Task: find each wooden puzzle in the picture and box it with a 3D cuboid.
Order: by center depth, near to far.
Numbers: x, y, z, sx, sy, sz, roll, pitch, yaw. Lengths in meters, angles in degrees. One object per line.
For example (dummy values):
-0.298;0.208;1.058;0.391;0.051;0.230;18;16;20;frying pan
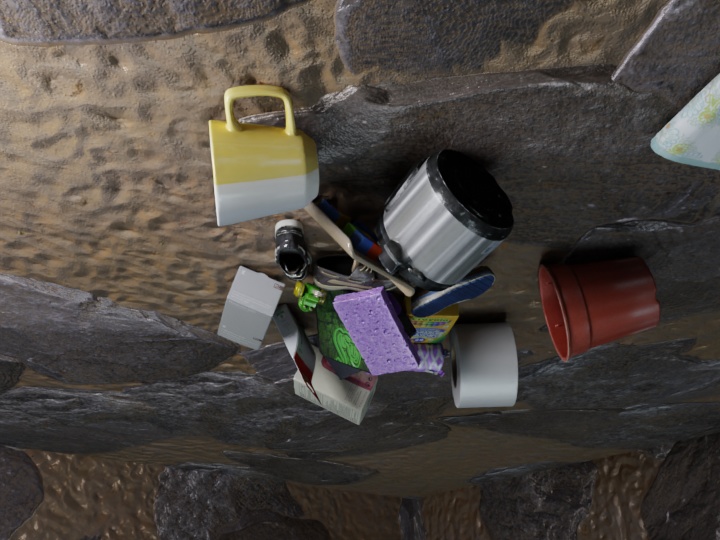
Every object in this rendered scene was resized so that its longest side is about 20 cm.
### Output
0.001;-0.051;1.164;0.046;0.185;0.199;-50;136;5;wooden puzzle

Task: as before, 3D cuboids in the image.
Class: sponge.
0.034;0.126;1.368;0.110;0.030;0.202;-14;120;26;sponge

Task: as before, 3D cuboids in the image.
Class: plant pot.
0.484;0.064;1.368;0.192;0.203;0.201;-13;151;4;plant pot

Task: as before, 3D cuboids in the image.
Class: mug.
-0.137;-0.152;0.970;0.151;0.152;0.187;-5;160;-11;mug

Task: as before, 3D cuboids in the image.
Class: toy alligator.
-0.103;0.059;1.357;0.058;0.055;0.200;18;180;-11;toy alligator

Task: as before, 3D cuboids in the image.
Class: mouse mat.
-0.032;0.124;1.452;0.159;0.008;0.203;15;125;30;mouse mat

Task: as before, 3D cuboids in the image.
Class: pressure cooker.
0.121;-0.066;1.068;0.174;0.180;0.200;23;130;-25;pressure cooker

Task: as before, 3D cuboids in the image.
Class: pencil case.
0.110;0.216;1.657;0.196;0.087;0.084;3;155;-6;pencil case

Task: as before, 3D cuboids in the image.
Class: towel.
0.557;-0.218;0.984;0.197;0.049;0.172;7;148;-15;towel

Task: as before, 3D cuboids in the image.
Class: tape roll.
0.295;0.230;1.638;0.137;0.206;0.204;-3;152;0;tape roll

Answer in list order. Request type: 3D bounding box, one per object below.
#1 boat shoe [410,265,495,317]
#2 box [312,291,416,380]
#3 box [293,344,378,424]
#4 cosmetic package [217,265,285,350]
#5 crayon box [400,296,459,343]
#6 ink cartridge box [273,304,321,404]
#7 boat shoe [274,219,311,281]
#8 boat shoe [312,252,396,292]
0.182;0.027;1.388;0.198;0.073;0.072;-25;144;28;boat shoe
0.007;0.146;1.514;0.199;0.123;0.106;-33;-177;44;box
-0.065;0.301;1.770;0.198;0.110;0.128;24;154;9;box
-0.236;0.084;1.440;0.105;0.091;0.200;21;151;-4;cosmetic package
0.151;0.110;1.566;0.123;0.052;0.201;2;151;-7;crayon box
-0.131;0.195;1.557;0.050;0.201;0.161;-30;151;-4;ink cartridge box
-0.129;-0.021;1.294;0.073;0.061;0.201;-1;152;-5;boat shoe
0.000;0.000;1.328;0.196;0.076;0.074;-5;152;4;boat shoe
